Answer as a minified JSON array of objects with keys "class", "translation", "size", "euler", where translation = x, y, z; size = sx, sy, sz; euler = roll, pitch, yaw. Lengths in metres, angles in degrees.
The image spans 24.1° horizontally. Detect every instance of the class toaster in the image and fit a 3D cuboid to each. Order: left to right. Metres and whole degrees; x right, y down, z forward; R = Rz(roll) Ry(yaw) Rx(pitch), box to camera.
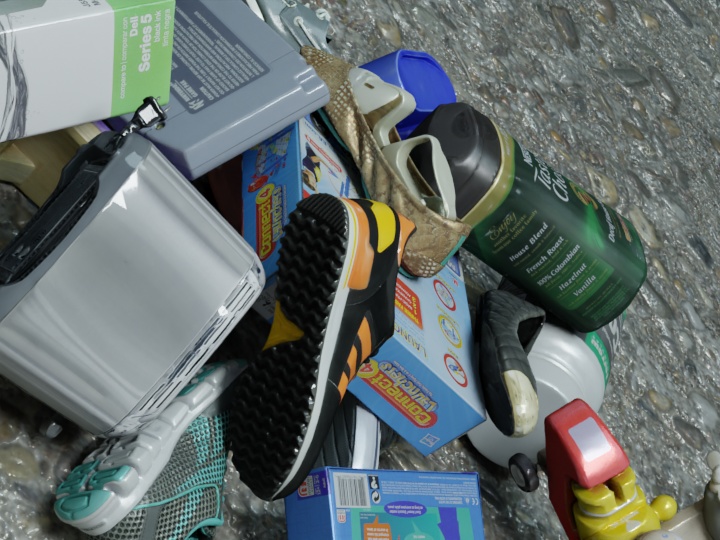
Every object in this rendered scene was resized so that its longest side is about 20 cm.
[{"class":"toaster","translation":[-0.150,0.006,1.040],"size":[0.129,0.114,0.200],"euler":[44,77,-21]}]

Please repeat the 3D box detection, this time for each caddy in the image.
[{"class":"caddy","translation":[0.024,-0.104,1.409],"size":[0.142,0.105,0.200],"euler":[68,19,3]}]

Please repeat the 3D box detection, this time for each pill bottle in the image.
[{"class":"pill bottle","translation":[0.151,0.069,1.389],"size":[0.113,0.113,0.200],"euler":[43,34,-11]}]

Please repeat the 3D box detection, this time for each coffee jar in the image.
[{"class":"coffee jar","translation":[0.122,-0.042,1.292],"size":[0.200,0.085,0.104],"euler":[33,26,-25]}]

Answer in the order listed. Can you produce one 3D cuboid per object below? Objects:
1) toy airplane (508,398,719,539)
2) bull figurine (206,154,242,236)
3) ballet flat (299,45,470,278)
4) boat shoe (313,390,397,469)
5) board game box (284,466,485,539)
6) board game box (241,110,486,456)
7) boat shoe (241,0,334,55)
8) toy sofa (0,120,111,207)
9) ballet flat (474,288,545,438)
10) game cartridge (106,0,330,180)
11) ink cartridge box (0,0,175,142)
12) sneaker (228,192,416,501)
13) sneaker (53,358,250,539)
[{"class":"toy airplane","translation":[0.197,0.214,1.237],"size":[0.199,0.141,0.200],"euler":[22,86,-21]},{"class":"bull figurine","translation":[-0.077,-0.075,1.299],"size":[0.121,0.065,0.200],"euler":[14,52,-51]},{"class":"ballet flat","translation":[0.022,-0.090,1.208],"size":[0.200,0.065,0.070],"euler":[62,22,15]},{"class":"boat shoe","translation":[0.001,0.100,1.215],"size":[0.067,0.074,0.200],"euler":[28,39,-28]},{"class":"board game box","translation":[0.025,0.231,1.094],"size":[0.152,0.045,0.200],"euler":[10,69,-46]},{"class":"board game box","translation":[0.000,0.000,1.201],"size":[0.200,0.056,0.196],"euler":[43,25,-30]},{"class":"boat shoe","translation":[-0.048,-0.170,1.291],"size":[0.062,0.073,0.200],"euler":[-28,89,-14]},{"class":"toy sofa","translation":[-0.159,-0.045,1.158],"size":[0.200,0.083,0.098],"euler":[45,35,-8]},{"class":"ballet flat","translation":[0.114,0.061,1.225],"size":[0.057,0.067,0.200],"euler":[1,22,0]},{"class":"game cartridge","translation":[-0.125,-0.143,1.222],"size":[0.200,0.133,0.042],"euler":[47,-14,44]},{"class":"ink cartridge box","translation":[-0.239,-0.153,1.066],"size":[0.200,0.084,0.146],"euler":[-17,44,-32]},{"class":"sneaker","translation":[-0.015,0.052,1.055],"size":[0.090,0.200,0.070],"euler":[3,17,-44]},{"class":"sneaker","translation":[-0.116,0.129,1.069],"size":[0.091,0.077,0.200],"euler":[61,34,-14]}]
